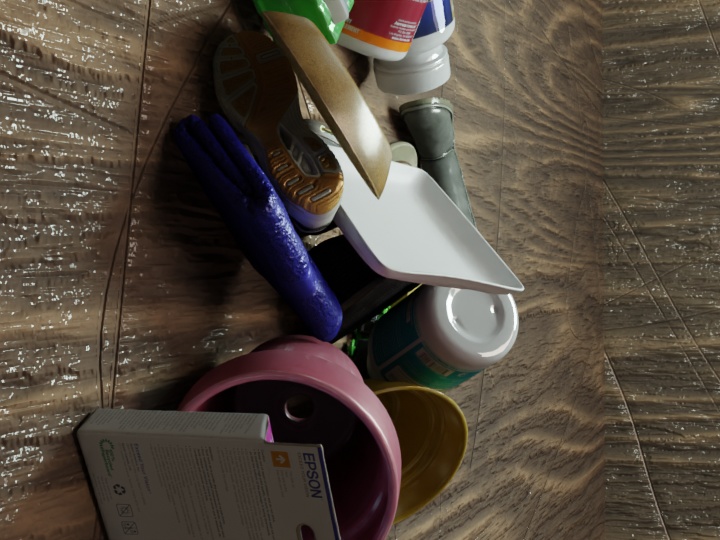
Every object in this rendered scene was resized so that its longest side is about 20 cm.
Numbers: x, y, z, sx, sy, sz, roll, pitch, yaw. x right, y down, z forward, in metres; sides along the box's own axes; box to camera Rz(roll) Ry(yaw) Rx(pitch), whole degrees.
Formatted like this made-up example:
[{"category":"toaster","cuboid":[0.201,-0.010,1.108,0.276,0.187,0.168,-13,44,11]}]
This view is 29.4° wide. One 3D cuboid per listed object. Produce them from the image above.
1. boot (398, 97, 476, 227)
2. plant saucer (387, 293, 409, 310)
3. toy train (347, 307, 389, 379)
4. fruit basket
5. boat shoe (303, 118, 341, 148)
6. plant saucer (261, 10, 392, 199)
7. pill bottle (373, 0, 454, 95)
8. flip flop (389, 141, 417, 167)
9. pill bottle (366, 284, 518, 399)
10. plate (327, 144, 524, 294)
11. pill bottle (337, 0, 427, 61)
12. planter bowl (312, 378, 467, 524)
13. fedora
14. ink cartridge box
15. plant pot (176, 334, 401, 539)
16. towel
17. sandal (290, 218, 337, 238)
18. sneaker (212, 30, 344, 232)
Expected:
[{"category":"boot","cuboid":[0.106,-0.109,1.779,0.182,0.072,0.201,35,49,-67]},{"category":"plant saucer","cuboid":[0.068,0.063,1.737,0.200,0.048,0.200,-75,156,-45]},{"category":"toy train","cuboid":[0.003,0.116,1.576,0.056,0.042,0.201,78,20,-58]},{"category":"fruit basket","cuboid":[-0.057,-0.322,1.327,0.185,0.093,0.201,62,30,-53]},{"category":"boat shoe","cuboid":[-0.020,-0.112,1.459,0.201,0.071,0.061,18,77,-67]},{"category":"plant saucer","cuboid":[-0.023,-0.158,1.248,0.201,0.035,0.200,58,0,0]},{"category":"pill bottle","cuboid":[0.047,-0.312,1.583,0.120,0.119,0.201,-62,146,-54]},{"category":"flip flop","cuboid":[0.038,-0.099,1.645,0.200,0.057,0.081,-47,134,-63]},{"category":"pill bottle","cuboid":[0.077,0.075,1.471,0.200,0.110,0.111,140,-37,-58]},{"category":"plate","cuboid":[0.038,-0.044,1.321,0.199,0.200,0.032,9,124,-44]},{"category":"pill bottle","cuboid":[0.030,-0.331,1.438,0.201,0.113,0.113,-68,167,19]},{"category":"planter bowl","cuboid":[0.006,0.177,1.447,0.084,0.200,0.201,-123,-168,-49]},{"category":"fedora","cuboid":[0.000,0.000,1.434,0.092,0.200,0.201,56,20,4]},{"category":"ink cartridge box","cuboid":[-0.099,0.197,1.035,0.043,0.199,0.197,-58,144,-57]},{"category":"plant pot","cuboid":[-0.063,0.146,1.187,0.179,0.199,0.201,-82,166,-72]},{"category":"towel","cuboid":[-0.082,-0.040,1.195,0.049,0.148,0.200,-38,143,-8]},{"category":"sandal","cuboid":[-0.047,-0.066,1.378,0.200,0.081,0.055,-20,88,-66]},{"category":"sneaker","cuboid":[-0.080,-0.121,1.242,0.088,0.075,0.201,97,-29,-66]}]
